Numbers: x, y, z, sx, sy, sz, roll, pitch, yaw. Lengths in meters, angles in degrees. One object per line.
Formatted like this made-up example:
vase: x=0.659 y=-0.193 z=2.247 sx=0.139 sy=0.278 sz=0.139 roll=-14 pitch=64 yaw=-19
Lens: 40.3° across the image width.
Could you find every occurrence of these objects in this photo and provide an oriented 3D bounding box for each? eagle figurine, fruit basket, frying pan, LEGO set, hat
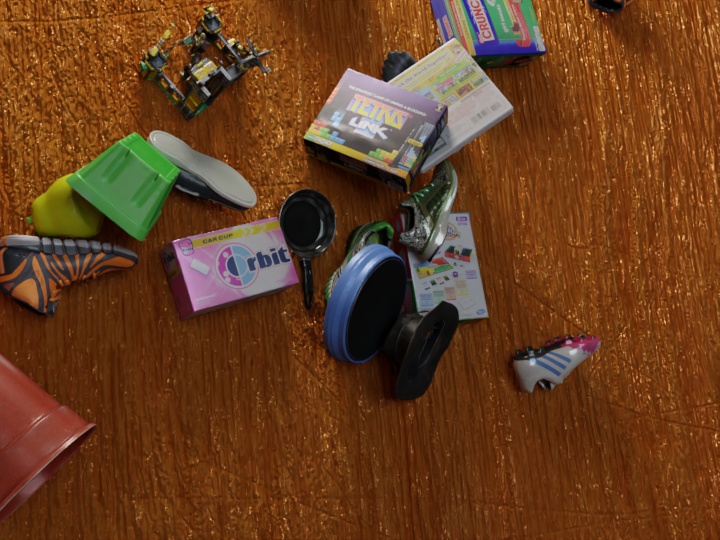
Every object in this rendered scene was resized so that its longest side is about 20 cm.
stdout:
eagle figurine: x=0.152 y=-0.333 z=1.833 sx=0.200 sy=0.151 sz=0.152 roll=45 pitch=10 yaw=24
fruit basket: x=-0.376 y=-0.100 z=1.438 sx=0.155 sy=0.215 sz=0.216 roll=40 pitch=60 yaw=-12
frying pan: x=-0.080 y=-0.043 z=1.653 sx=0.115 sy=0.031 sz=0.191 roll=-25 pitch=104 yaw=-34
LEGO set: x=-0.252 y=-0.349 z=1.600 sx=0.200 sy=0.116 sz=0.154 roll=-35 pitch=93 yaw=-32
hat: x=0.084 y=0.123 z=1.642 sx=0.081 sy=0.201 sz=0.201 roll=24 pitch=57 yaw=23

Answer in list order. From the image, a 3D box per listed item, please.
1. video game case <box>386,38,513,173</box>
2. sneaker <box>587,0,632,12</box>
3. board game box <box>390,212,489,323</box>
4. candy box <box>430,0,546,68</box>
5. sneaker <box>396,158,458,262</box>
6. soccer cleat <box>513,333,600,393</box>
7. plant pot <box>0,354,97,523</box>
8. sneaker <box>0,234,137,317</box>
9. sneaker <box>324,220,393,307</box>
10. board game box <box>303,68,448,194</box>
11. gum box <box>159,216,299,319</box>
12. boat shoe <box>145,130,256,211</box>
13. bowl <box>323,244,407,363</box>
video game case: x=0.139 y=-0.294 z=1.743 sx=0.200 sy=0.023 sz=0.182 roll=-34 pitch=69 yaw=-3
sneaker: x=0.521 y=-0.650 z=2.133 sx=0.200 sy=0.078 sz=0.112 roll=48 pitch=58 yaw=-8
board game box: x=0.142 y=-0.003 z=1.757 sx=0.152 sy=0.040 sz=0.201 roll=-2 pitch=76 yaw=-29
candy box: x=0.253 y=-0.492 z=1.946 sx=0.199 sy=0.077 sz=0.170 roll=-11 pitch=81 yaw=-30
sneaker: x=0.113 y=-0.118 z=1.714 sx=0.088 sy=0.077 sz=0.201 roll=19 pitch=64 yaw=-13
soccer cleat: x=0.365 y=0.173 z=1.819 sx=0.199 sy=0.070 sz=0.087 roll=-12 pitch=97 yaw=-29
plant pot: x=-0.484 y=0.204 z=1.272 sx=0.195 sy=0.201 sz=0.201 roll=45 pitch=59 yaw=0
sneaker: x=-0.427 y=0.014 z=1.428 sx=0.199 sy=0.078 sz=0.113 roll=3 pitch=81 yaw=-22
sneaker: x=0.000 y=0.000 z=1.652 sx=0.078 sy=0.085 sz=0.201 roll=25 pitch=66 yaw=-20
board game box: x=0.028 y=-0.242 z=1.690 sx=0.199 sy=0.057 sz=0.166 roll=23 pitch=69 yaw=16
gum box: x=-0.201 y=-0.006 z=1.553 sx=0.199 sy=0.066 sz=0.114 roll=-15 pitch=84 yaw=-32
boat shoe: x=-0.261 y=-0.149 z=1.571 sx=0.200 sy=0.060 sz=0.076 roll=34 pitch=34 yaw=-14
bowl: x=0.013 y=0.058 z=1.590 sx=0.039 sy=0.201 sz=0.201 roll=21 pitch=55 yaw=27
